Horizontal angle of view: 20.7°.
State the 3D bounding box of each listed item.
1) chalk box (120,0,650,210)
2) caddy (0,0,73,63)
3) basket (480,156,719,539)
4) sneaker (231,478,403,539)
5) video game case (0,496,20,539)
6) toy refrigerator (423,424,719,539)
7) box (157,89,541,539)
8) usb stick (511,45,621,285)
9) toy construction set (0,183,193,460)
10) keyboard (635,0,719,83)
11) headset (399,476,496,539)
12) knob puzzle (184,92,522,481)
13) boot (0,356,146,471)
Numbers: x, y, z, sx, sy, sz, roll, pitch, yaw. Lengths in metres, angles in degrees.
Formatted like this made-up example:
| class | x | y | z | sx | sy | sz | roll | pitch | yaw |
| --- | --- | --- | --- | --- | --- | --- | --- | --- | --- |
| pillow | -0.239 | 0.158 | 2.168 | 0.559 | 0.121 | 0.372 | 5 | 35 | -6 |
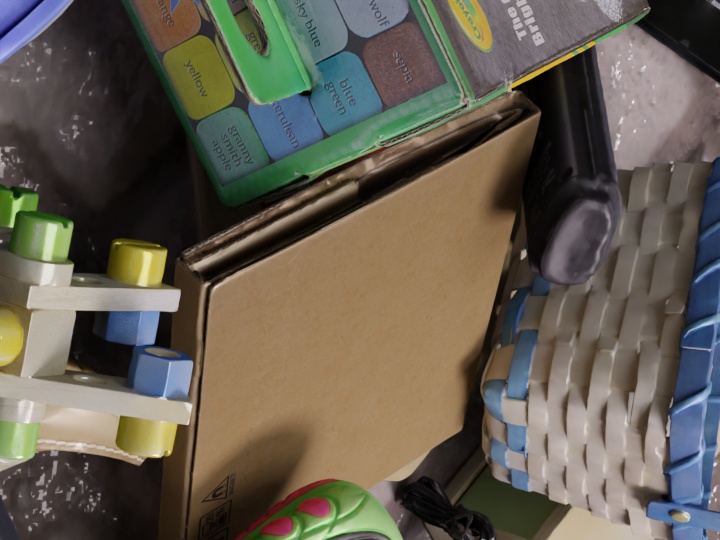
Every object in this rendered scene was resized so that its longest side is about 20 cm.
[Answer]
| class | x | y | z | sx | sy | sz | roll | pitch | yaw |
| --- | --- | --- | --- | --- | --- | --- | --- | --- | --- |
| chalk box | -0.005 | -0.108 | 0.732 | 0.200 | 0.124 | 0.124 | -29 | 97 | -52 |
| caddy | -0.130 | -0.124 | 0.650 | 0.200 | 0.141 | 0.105 | -50 | 124 | -24 |
| basket | 0.162 | 0.036 | 0.879 | 0.139 | 0.200 | 0.176 | 70 | 32 | -53 |
| sneaker | -0.059 | 0.168 | 0.771 | 0.200 | 0.077 | 0.084 | -40 | 93 | 8 |
| video game case | -0.210 | 0.060 | 0.566 | 0.143 | 0.200 | 0.019 | 82 | 5 | -54 |
| toy refrigerator | 0.125 | 0.080 | 0.989 | 0.200 | 0.076 | 0.070 | -47 | 128 | -26 |
| box | -0.008 | 0.034 | 0.785 | 0.163 | 0.021 | 0.200 | -29 | 147 | -31 |
| usb stick | 0.083 | -0.069 | 0.824 | 0.033 | 0.200 | 0.055 | 15 | 125 | -10 |
| toy construction set | -0.155 | 0.003 | 0.580 | 0.200 | 0.131 | 0.092 | 24 | 89 | -40 |
| keyboard | 0.186 | -0.163 | 1.032 | 0.200 | 0.040 | 0.104 | 26 | 104 | -45 |
| headset | -0.027 | 0.162 | 0.881 | 0.200 | 0.094 | 0.124 | -30 | 125 | -18 |
| knob puzzle | 0.000 | 0.000 | 0.880 | 0.220 | 0.030 | 0.220 | -13 | 110 | -41 |
| boot | -0.171 | 0.092 | 0.707 | 0.200 | 0.072 | 0.155 | 16 | 87 | -39 |
